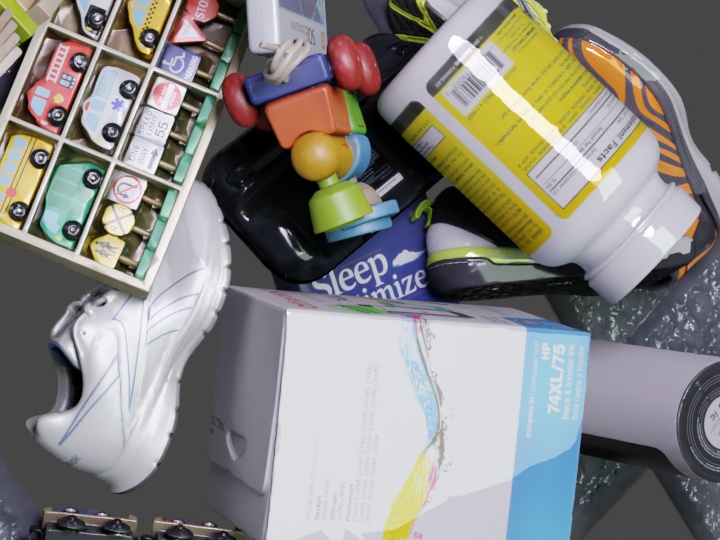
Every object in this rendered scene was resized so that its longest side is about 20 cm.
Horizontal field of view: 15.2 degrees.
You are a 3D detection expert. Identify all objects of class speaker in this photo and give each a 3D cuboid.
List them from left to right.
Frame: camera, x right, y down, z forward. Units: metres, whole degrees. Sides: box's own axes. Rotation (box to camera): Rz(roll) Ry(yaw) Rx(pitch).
[{"bbox_3d":[0.181,0.089,1.792,0.081,0.200,0.082,-3,96,-32],"label":"speaker"}]

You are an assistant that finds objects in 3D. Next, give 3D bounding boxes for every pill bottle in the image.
[{"bbox_3d":[0.116,-0.077,1.711,0.200,0.112,0.112,44,65,-1],"label":"pill bottle"}]

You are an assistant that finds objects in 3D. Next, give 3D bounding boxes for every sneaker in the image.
[{"bbox_3d":[-0.141,0.033,1.656,0.087,0.074,0.201,24,75,-25],"label":"sneaker"},{"bbox_3d":[0.114,-0.139,1.806,0.200,0.075,0.076,43,62,-7],"label":"sneaker"},{"bbox_3d":[0.132,-0.029,1.791,0.199,0.072,0.083,-2,76,-22],"label":"sneaker"},{"bbox_3d":[0.178,-0.069,1.867,0.112,0.077,0.200,-49,114,-26],"label":"sneaker"}]

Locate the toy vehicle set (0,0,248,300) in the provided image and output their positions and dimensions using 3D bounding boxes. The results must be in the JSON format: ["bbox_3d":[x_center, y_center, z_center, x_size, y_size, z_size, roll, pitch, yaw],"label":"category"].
[{"bbox_3d":[-0.151,-0.097,1.645,0.124,0.027,0.201,21,75,-3],"label":"toy vehicle set"}]

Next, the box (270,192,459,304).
[{"bbox_3d":[0.000,0.000,1.774,0.121,0.032,0.201,-24,101,-32],"label":"box"}]

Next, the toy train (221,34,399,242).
[{"bbox_3d":[-0.027,-0.074,1.603,0.084,0.200,0.116,-19,89,8],"label":"toy train"}]

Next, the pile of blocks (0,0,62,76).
[{"bbox_3d":[-0.251,-0.124,1.578,0.062,0.082,0.200,46,64,-17],"label":"pile of blocks"}]

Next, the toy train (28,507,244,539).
[{"bbox_3d":[-0.106,0.169,1.660,0.199,0.046,0.034,7,105,-11],"label":"toy train"}]

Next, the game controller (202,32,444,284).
[{"bbox_3d":[-0.011,-0.074,1.741,0.200,0.042,0.105,-40,94,-34],"label":"game controller"}]

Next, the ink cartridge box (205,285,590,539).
[{"bbox_3d":[0.020,0.094,1.679,0.199,0.147,0.147,5,94,-18],"label":"ink cartridge box"}]

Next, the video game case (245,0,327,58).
[{"bbox_3d":[-0.048,-0.230,1.677,0.023,0.182,0.201,-4,91,8],"label":"video game case"}]
